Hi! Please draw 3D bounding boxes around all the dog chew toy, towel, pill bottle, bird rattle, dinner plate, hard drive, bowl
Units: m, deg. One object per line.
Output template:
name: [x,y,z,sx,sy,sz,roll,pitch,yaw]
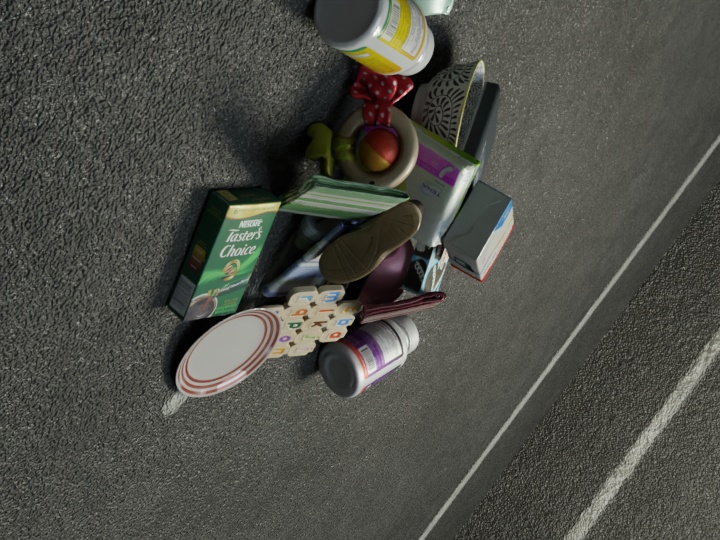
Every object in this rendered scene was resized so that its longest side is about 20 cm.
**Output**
dog chew toy: [0.033,0.004,1.940,0.124,0.124,0.201,-41,158,-23]
towel: [-0.060,-0.020,1.777,0.199,0.024,0.146,-40,162,28]
pill bottle: [0.027,-0.340,1.521,0.114,0.112,0.199,-59,153,11]
bird rattle: [0.018,-0.202,1.635,0.200,0.163,0.113,-43,172,1]
dinner plate: [-0.214,0.128,1.747,0.198,0.024,0.201,-31,152,-18]
hard drive: [0.194,-0.197,1.826,0.141,0.032,0.202,87,20,-54]
towel: [0.067,0.064,1.884,0.141,0.023,0.200,-11,175,-4]
towel: [-0.033,-0.105,1.594,0.200,0.150,0.024,160,-64,-69]
pill bottle: [0.021,0.157,2.101,0.199,0.111,0.113,-27,144,-42]
bowl: [0.136,-0.254,1.792,0.201,0.092,0.205,14,90,-78]

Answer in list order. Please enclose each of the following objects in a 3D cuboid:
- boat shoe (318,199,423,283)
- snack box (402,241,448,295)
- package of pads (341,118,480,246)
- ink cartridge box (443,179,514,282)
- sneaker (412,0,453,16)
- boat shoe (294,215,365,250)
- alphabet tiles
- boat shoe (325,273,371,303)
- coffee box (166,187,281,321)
boat shoe: [0.021,-0.046,1.682,0.199,0.072,0.065,-36,179,28]
snack box: [0.133,-0.055,1.893,0.116,0.037,0.204,11,97,-71]
package of pads: [0.074,-0.149,1.724,0.068,0.199,0.156,-25,143,-54]
ink cartridge box: [0.199,-0.057,1.794,0.117,0.067,0.200,-59,165,-6]
sneaker: [0.140,-0.452,1.614,0.198,0.074,0.120,-30,140,-23]
boat shoe: [-0.033,-0.089,1.789,0.198,0.073,0.062,-22,165,-42]
alphabet tiles: [-0.100,0.087,1.824,0.192,0.015,0.201,-3,145,-26]
boat shoe: [0.000,0.000,1.798,0.066,0.058,0.201,-20,160,-31]
coffee box: [-0.200,-0.024,1.596,0.122,0.044,0.202,-8,128,-56]
